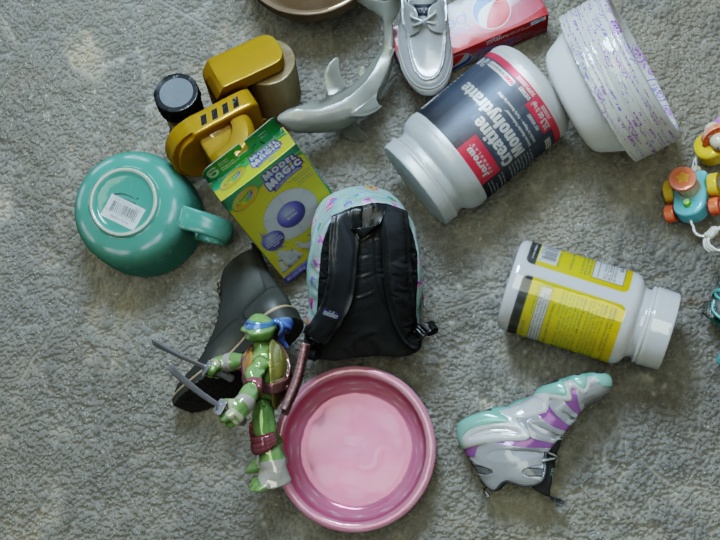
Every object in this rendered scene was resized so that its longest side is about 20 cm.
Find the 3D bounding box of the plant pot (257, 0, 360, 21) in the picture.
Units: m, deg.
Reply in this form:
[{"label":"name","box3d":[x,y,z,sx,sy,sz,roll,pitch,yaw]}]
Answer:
[{"label":"plant pot","box3d":[-0.057,-0.410,1.613,0.200,0.093,0.202,-2,77,8]}]

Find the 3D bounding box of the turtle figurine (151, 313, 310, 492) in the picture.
[{"label":"turtle figurine","box3d":[-0.152,0.156,1.428,0.200,0.144,0.195,-21,105,-37]}]

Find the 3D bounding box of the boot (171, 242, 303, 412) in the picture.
[{"label":"boot","box3d":[-0.172,0.074,1.562,0.200,0.077,0.139,-37,55,12]}]

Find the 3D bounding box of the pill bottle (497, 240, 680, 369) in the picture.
[{"label":"pill bottle","box3d":[0.274,0.045,1.481,0.199,0.114,0.115,18,82,10]}]

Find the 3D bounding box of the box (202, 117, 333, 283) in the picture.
[{"label":"box","box3d":[-0.099,-0.086,1.510,0.117,0.200,0.048,-38,43,-1]}]

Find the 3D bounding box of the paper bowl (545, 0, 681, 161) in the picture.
[{"label":"paper bowl","box3d":[0.297,-0.224,1.485,0.104,0.201,0.201,-27,77,18]}]

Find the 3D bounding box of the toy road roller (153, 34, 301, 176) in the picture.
[{"label":"toy road roller","box3d":[-0.151,-0.184,1.546,0.200,0.123,0.146,-29,66,-9]}]

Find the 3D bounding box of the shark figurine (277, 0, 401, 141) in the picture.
[{"label":"shark figurine","box3d":[0.010,-0.236,1.543,0.128,0.089,0.215,34,94,-31]}]

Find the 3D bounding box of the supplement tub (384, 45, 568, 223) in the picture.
[{"label":"supplement tub","box3d":[0.144,-0.167,1.521,0.200,0.140,0.140,-40,78,-2]}]

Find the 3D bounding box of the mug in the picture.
[{"label":"mug","box3d":[-0.271,-0.080,1.568,0.184,0.114,0.152,-21,78,3]}]

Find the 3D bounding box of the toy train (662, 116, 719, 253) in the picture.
[{"label":"toy train","box3d":[0.452,-0.126,1.488,0.200,0.056,0.150,-49,45,-1]}]

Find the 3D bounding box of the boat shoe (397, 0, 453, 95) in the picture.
[{"label":"boat shoe","box3d":[0.080,-0.321,1.530,0.072,0.069,0.201,2,79,8]}]

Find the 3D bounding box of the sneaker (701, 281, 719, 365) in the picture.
[{"label":"sneaker","box3d":[0.456,0.030,1.484,0.091,0.078,0.201,-9,77,9]}]

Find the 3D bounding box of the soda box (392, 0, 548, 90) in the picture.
[{"label":"soda box","box3d":[0.138,-0.310,1.588,0.199,0.063,0.070,-23,78,2]}]

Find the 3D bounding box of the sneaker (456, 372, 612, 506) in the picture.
[{"label":"sneaker","box3d":[0.228,0.213,1.480,0.199,0.078,0.140,-24,79,12]}]

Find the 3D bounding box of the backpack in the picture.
[{"label":"backpack","box3d":[0.000,0.000,1.489,0.166,0.127,0.201,-6,110,-15]}]

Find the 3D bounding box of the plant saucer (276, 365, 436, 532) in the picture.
[{"label":"plant saucer","box3d":[-0.006,0.220,1.514,0.200,0.051,0.201,-1,79,6]}]
